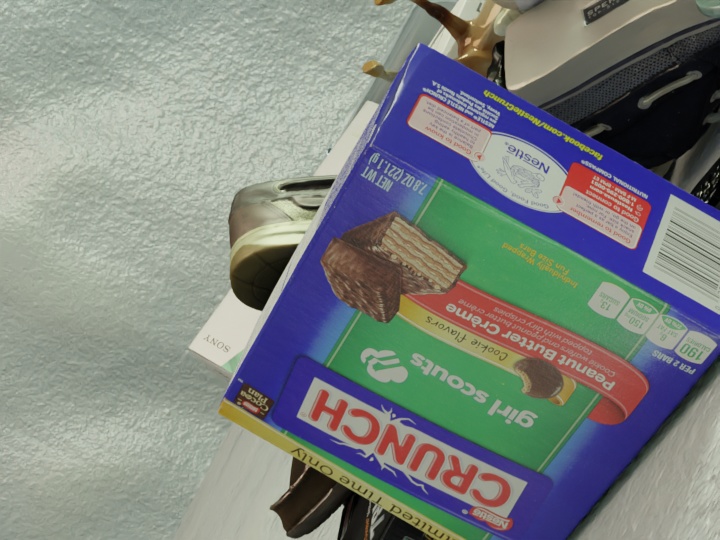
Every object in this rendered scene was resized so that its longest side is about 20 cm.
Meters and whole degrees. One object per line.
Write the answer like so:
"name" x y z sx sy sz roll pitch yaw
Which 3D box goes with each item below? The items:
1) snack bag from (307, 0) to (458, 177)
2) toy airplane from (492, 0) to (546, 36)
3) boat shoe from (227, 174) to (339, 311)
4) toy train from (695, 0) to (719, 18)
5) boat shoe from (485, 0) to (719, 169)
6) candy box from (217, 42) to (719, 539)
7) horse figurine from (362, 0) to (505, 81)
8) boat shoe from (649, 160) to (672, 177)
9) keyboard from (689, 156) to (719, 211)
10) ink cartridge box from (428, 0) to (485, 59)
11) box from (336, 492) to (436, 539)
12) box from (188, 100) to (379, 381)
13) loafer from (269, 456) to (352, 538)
"snack bag" 0.073 -0.130 1.653 0.200 0.021 0.189 -2 -47 -44
"toy airplane" 0.085 -0.198 1.113 0.199 0.200 0.141 -43 49 47
"boat shoe" 0.034 -0.025 1.053 0.072 0.200 0.066 97 165 -56
"toy train" 0.179 -0.176 0.945 0.114 0.085 0.200 -25 21 8
"boat shoe" 0.167 -0.116 1.066 0.200 0.093 0.075 -25 42 29
"candy box" 0.049 0.026 0.950 0.200 0.169 0.077 -59 3 47
"horse figurine" 0.082 -0.167 1.262 0.200 0.132 0.050 -64 34 15
"boat shoe" 0.113 -0.027 1.148 0.060 0.074 0.200 108 -176 -54
"keyboard" 0.134 -0.009 1.003 0.200 0.040 0.104 -58 6 51
"ink cartridge box" 0.101 -0.126 1.488 0.067 0.117 0.200 -66 6 -20
"box" 0.042 0.114 1.273 0.199 0.050 0.200 -60 5 21
"box" 0.000 0.000 1.330 0.144 0.036 0.200 26 78 45
"loafer" -0.012 0.073 1.371 0.200 0.071 0.073 -63 3 -16
